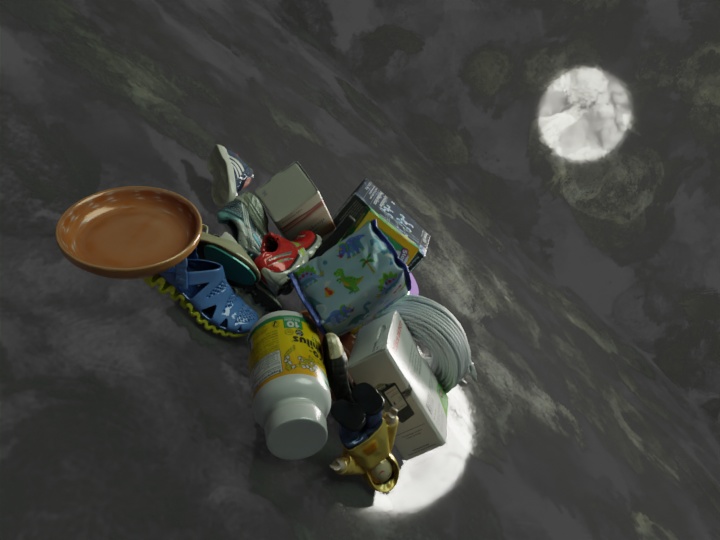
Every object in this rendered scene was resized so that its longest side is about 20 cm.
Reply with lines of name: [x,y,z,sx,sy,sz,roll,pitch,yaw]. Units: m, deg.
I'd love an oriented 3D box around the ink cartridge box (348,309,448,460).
ink cartridge box: [0.068,0.193,1.180,0.202,0.083,0.146,58,19,-14]

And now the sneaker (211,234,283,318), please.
sneaker: [-0.195,0.029,1.142,0.201,0.077,0.080,50,4,3]

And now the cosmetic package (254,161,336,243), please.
cosmetic package: [-0.116,-0.103,1.334,0.088,0.103,0.200,52,-4,26]

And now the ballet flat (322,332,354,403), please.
ballet flat: [-0.019,0.170,1.055,0.067,0.056,0.202,-105,179,-54]

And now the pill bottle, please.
pill bottle: [-0.102,0.162,0.984,0.112,0.113,0.201,29,26,-30]

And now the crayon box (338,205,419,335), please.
crayon box: [0.000,0.000,1.255,0.118,0.201,0.058,36,6,-14]

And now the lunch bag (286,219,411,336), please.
lunch bag: [-0.009,0.030,1.123,0.128,0.169,0.200,57,-3,23]

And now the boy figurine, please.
boy figurine: [0.008,0.254,0.993,0.064,0.124,0.202,35,-30,41]

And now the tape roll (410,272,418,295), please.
tape roll: [0.037,0.010,1.549,0.199,0.066,0.201,35,24,-18]

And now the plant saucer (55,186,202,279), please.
plant saucer: [-0.324,-0.051,0.978,0.196,0.038,0.202,5,38,-4]

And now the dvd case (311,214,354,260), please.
dvd case: [-0.066,-0.036,1.260,0.017,0.143,0.200,40,-3,-4]

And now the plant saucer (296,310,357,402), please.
plant saucer: [-0.050,0.155,1.191,0.199,0.032,0.201,36,24,-19]

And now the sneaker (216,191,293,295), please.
sneaker: [-0.193,-0.036,1.256,0.086,0.077,0.202,-30,88,-28]

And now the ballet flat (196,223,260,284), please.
ballet flat: [-0.239,-0.041,1.083,0.197,0.070,0.070,21,23,4]

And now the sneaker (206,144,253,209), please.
sneaker: [-0.251,-0.181,1.383,0.084,0.075,0.201,22,30,-32]

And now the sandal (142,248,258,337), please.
sandal: [-0.232,0.025,1.042,0.199,0.087,0.080,37,21,-20]

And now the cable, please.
cable: [0.107,0.141,1.279,0.069,0.197,0.203,-47,132,-42]

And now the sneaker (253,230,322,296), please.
sneaker: [-0.125,-0.036,1.169,0.085,0.077,0.200,43,23,-7]

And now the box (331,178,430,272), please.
box: [0.042,-0.082,1.494,0.200,0.107,0.149,41,22,-6]

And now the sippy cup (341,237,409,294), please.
sippy cup: [0.011,0.019,1.379,0.180,0.129,0.139,67,21,7]
